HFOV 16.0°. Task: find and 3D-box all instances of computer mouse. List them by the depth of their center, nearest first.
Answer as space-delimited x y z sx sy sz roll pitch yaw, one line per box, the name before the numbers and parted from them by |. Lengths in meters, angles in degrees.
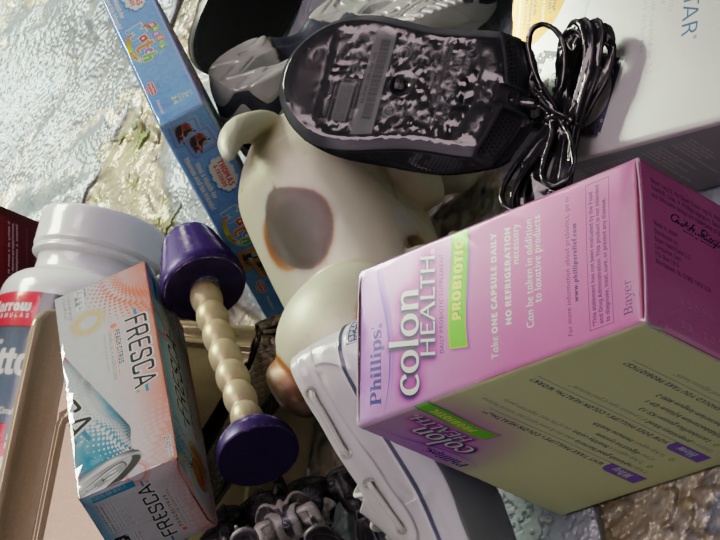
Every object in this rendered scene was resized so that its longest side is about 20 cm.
computer mouse | 0.048 -0.092 1.505 0.199 0.053 0.139 13 75 24

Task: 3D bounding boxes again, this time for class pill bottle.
pill bottle | -0.201 0.062 1.773 0.119 0.119 0.201 -5 67 45

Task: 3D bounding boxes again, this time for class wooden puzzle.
wooden puzzle | -0.131 0.123 1.668 0.199 0.037 0.186 6 72 11

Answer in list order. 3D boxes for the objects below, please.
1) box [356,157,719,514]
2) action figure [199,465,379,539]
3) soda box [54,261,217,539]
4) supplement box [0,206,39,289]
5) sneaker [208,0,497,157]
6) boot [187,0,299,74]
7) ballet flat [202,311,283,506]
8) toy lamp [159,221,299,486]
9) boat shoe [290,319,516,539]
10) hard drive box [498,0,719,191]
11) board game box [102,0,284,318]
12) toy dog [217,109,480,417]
box | 0.128 0.041 1.390 0.199 0.175 0.097 -23 55 38
action figure | -0.037 0.176 1.534 0.118 0.200 0.103 -14 96 1
soda box | -0.140 0.084 1.579 0.068 0.064 0.200 -23 37 5
supplement box | -0.291 0.004 1.835 0.061 0.199 0.109 -27 52 37
sneaker | 0.007 -0.110 1.679 0.198 0.130 0.079 -29 36 -17
boot | -0.108 -0.236 1.879 0.174 0.069 0.201 10 74 54
ballet flat | -0.091 0.104 1.609 0.200 0.046 0.067 -52 19 -14
toy lamp | -0.085 0.046 1.582 0.058 0.058 0.201 -44 41 22
boat shoe | 0.028 0.119 1.462 0.065 0.201 0.074 -22 13 25
hard drive box | 0.184 -0.130 1.495 0.199 0.077 0.157 -14 61 42
board game box | -0.104 -0.083 1.688 0.036 0.200 0.152 -27 47 0
toy dog | 0.000 0.000 1.545 0.139 0.194 0.201 -27 45 20
